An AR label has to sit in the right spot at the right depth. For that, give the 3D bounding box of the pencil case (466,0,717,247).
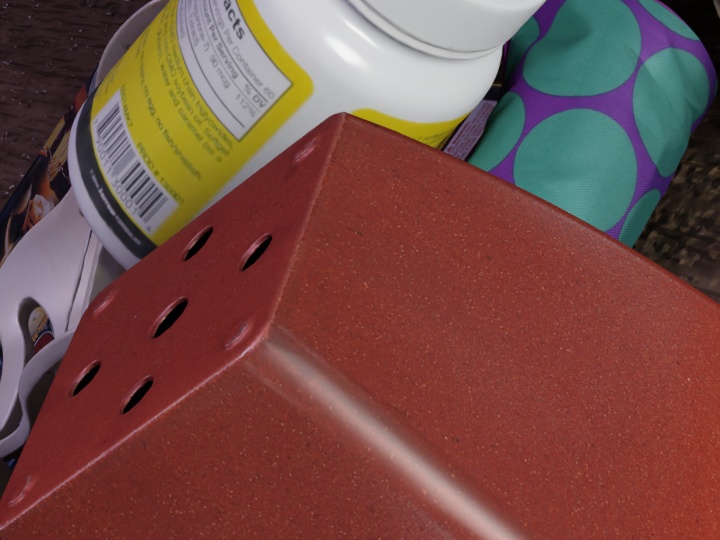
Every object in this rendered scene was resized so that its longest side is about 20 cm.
[{"bbox_3d":[0.059,-0.017,1.149,0.092,0.085,0.200,22,64,20],"label":"pencil case"}]

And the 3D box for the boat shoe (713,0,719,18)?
[{"bbox_3d":[0.164,-0.111,1.135,0.072,0.065,0.200,-42,23,18],"label":"boat shoe"}]

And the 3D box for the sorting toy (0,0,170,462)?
[{"bbox_3d":[-0.113,0.014,1.283,0.180,0.107,0.200,-32,34,35],"label":"sorting toy"}]

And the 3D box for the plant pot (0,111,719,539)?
[{"bbox_3d":[-0.002,0.070,0.984,0.200,0.176,0.200,-35,20,31],"label":"plant pot"}]

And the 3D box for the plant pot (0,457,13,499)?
[{"bbox_3d":[-0.176,0.179,1.213,0.200,0.134,0.200,-41,22,21],"label":"plant pot"}]

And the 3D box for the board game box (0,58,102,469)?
[{"bbox_3d":[-0.138,0.002,1.450,0.200,0.035,0.136,-54,39,25],"label":"board game box"}]

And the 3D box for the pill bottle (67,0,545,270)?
[{"bbox_3d":[-0.018,-0.080,1.139,0.200,0.114,0.114,-44,20,40],"label":"pill bottle"}]

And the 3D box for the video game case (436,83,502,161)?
[{"bbox_3d":[0.000,0.000,1.275,0.181,0.026,0.200,10,60,54],"label":"video game case"}]
